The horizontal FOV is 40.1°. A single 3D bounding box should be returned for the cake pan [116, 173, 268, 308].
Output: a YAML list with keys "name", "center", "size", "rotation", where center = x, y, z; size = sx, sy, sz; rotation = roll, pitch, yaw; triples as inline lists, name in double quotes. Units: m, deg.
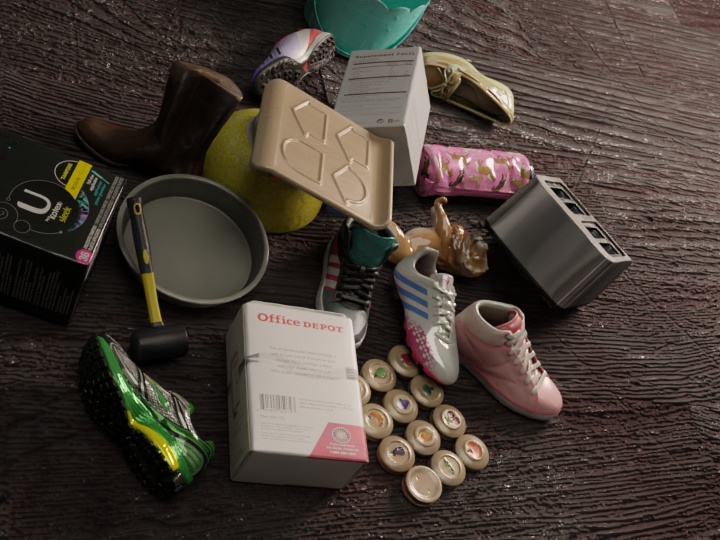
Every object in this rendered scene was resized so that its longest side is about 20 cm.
- name: "cake pan"
  center: [-0.218, -0.035, 1.274]
  size: [0.200, 0.037, 0.201]
  rotation: [14, 52, -19]

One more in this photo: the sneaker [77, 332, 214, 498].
- name: "sneaker"
  center: [-0.242, 0.154, 1.100]
  size: [0.200, 0.078, 0.085]
  rotation: [54, 41, 6]

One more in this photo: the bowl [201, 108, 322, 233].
- name: "bowl"
  center: [-0.127, -0.163, 1.389]
  size: [0.200, 0.108, 0.200]
  rotation: [16, 48, -18]

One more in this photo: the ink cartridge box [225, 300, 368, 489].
- name: "ink cartridge box"
  center: [-0.079, 0.148, 1.179]
  size: [0.146, 0.083, 0.200]
  rotation: [10, 51, -22]

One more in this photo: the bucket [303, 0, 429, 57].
- name: "bucket"
  center: [0.007, -0.466, 1.691]
  size: [0.207, 0.135, 0.207]
  rotation: [15, 48, -17]

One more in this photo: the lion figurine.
- name: "lion figurine"
  center: [0.088, -0.041, 1.448]
  size: [0.200, 0.072, 0.123]
  rotation: [-6, 74, -16]

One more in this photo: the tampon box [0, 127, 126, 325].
- name: "tampon box"
  center: [-0.397, -0.057, 1.136]
  size: [0.200, 0.126, 0.150]
  rotation: [22, 46, -12]

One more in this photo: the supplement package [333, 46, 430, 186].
- name: "supplement package"
  center: [0.033, -0.235, 1.505]
  size: [0.117, 0.117, 0.200]
  rotation: [-1, 45, 14]

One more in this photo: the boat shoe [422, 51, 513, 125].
- name: "boat shoe"
  center: [0.179, -0.313, 1.711]
  size: [0.200, 0.073, 0.063]
  rotation: [25, 41, -20]

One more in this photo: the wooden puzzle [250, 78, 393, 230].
- name: "wooden puzzle"
  center: [-0.051, -0.149, 1.318]
  size: [0.200, 0.046, 0.185]
  rotation: [24, 42, -21]

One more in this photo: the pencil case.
- name: "pencil case"
  center: [0.175, -0.153, 1.572]
  size: [0.200, 0.083, 0.087]
  rotation: [2, 14, -28]

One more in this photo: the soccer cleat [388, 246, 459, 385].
- name: "soccer cleat"
  center: [0.099, 0.056, 1.342]
  size: [0.070, 0.086, 0.200]
  rotation: [16, 44, -43]

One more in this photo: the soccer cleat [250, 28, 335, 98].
- name: "soccer cleat"
  center: [-0.121, -0.331, 1.570]
  size: [0.073, 0.068, 0.200]
  rotation: [24, 45, 24]

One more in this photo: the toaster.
- name: "toaster"
  center: [0.291, -0.041, 1.476]
  size: [0.181, 0.119, 0.200]
  rotation: [52, 23, 17]

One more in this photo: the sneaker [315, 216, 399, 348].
- name: "sneaker"
  center: [0.000, 0.000, 1.318]
  size: [0.083, 0.121, 0.200]
  rotation: [15, 49, -18]

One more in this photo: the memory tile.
- name: "memory tile"
  center: [0.066, 0.195, 1.271]
  size: [0.153, 0.017, 0.200]
  rotation: [-22, 68, -40]

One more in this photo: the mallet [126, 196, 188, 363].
- name: "mallet"
  center: [-0.261, 0.013, 1.171]
  size: [0.066, 0.041, 0.200]
  rotation: [-16, 88, -30]

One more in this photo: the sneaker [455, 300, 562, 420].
- name: "sneaker"
  center: [0.211, 0.118, 1.354]
  size: [0.200, 0.105, 0.075]
  rotation: [39, 43, 3]

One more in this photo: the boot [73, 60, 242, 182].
- name: "boot"
  center: [-0.264, -0.209, 1.282]
  size: [0.186, 0.200, 0.064]
  rotation: [25, 46, -11]
